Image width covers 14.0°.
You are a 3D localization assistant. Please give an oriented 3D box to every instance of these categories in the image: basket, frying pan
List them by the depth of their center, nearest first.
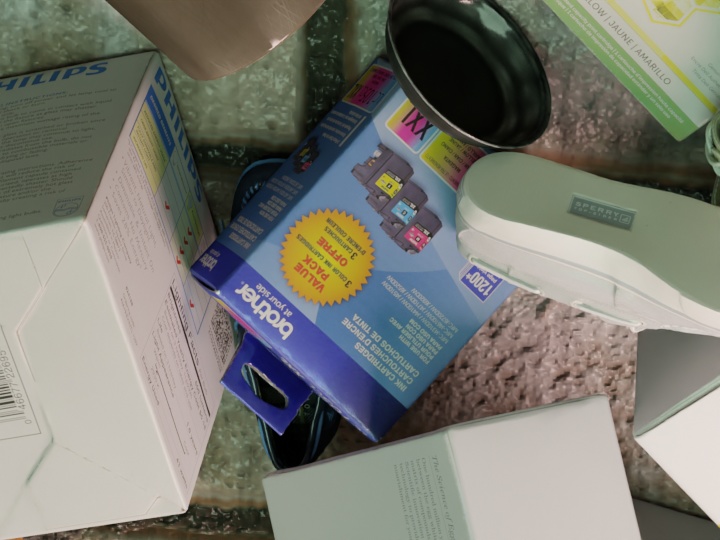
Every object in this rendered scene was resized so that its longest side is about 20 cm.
[{"bbox_3d":[-0.110,-0.211,1.576,0.180,0.136,0.200,-21,122,38],"label":"basket"},{"bbox_3d":[0.028,-0.135,1.616,0.190,0.115,0.031,37,131,-14],"label":"frying pan"}]

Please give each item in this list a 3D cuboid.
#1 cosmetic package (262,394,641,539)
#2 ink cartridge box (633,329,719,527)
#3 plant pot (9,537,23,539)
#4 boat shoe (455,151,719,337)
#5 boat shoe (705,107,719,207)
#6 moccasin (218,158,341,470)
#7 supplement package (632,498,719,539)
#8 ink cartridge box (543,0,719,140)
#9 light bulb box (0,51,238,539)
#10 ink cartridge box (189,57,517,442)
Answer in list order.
[{"bbox_3d":[0.063,0.190,1.691,0.200,0.123,0.199,-19,83,57],"label":"cosmetic package"},{"bbox_3d":[0.275,0.086,1.696,0.146,0.147,0.200,-36,110,24],"label":"ink cartridge box"},{"bbox_3d":[-0.296,0.183,1.804,0.140,0.200,0.200,16,122,-22],"label":"plant pot"},{"bbox_3d":[0.145,0.000,1.606,0.200,0.072,0.069,15,142,4],"label":"boat shoe"},{"bbox_3d":[0.221,-0.076,1.615,0.062,0.072,0.200,1,152,-10],"label":"boat shoe"},{"bbox_3d":[-0.036,0.032,1.745,0.080,0.068,0.200,-5,120,10],"label":"moccasin"},{"bbox_3d":[0.231,0.247,1.790,0.200,0.156,0.111,17,120,-4],"label":"supplement package"},{"bbox_3d":[0.205,-0.183,1.605,0.200,0.048,0.146,-36,110,26],"label":"ink cartridge box"},{"bbox_3d":[-0.163,0.012,1.672,0.125,0.200,0.198,-9,119,13],"label":"light bulb box"},{"bbox_3d":[0.000,0.000,1.670,0.136,0.076,0.200,43,88,-17],"label":"ink cartridge box"}]
